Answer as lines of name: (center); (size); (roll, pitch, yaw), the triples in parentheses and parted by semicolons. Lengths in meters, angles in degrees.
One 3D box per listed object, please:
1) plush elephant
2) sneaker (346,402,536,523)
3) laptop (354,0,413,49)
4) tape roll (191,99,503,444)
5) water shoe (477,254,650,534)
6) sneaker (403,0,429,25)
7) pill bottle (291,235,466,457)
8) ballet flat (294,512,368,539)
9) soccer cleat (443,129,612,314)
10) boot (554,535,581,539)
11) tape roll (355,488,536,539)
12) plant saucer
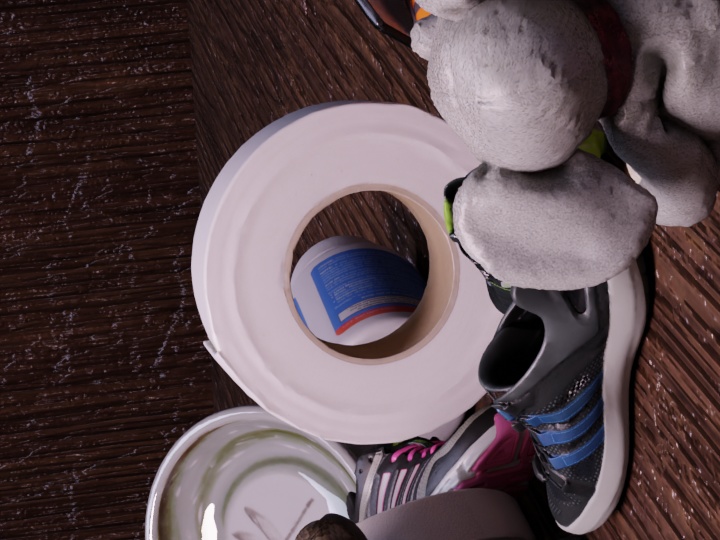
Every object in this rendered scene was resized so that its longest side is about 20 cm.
plush elephant: (0.087, -0.085, 0.838); (0.200, 0.154, 0.166); (-122, 28, -70)
sneaker: (0.042, 0.130, 1.345); (0.088, 0.073, 0.200); (62, 144, 25)
laptop: (0.028, -0.236, 1.277); (0.201, 0.116, 0.187); (55, -166, 16)
tape roll: (0.000, 0.000, 1.275); (0.071, 0.201, 0.204); (-153, 57, -78)
water shoe: (0.096, 0.056, 1.103); (0.072, 0.078, 0.201); (-107, 15, -50)
sneaker: (0.067, -0.172, 1.142); (0.112, 0.077, 0.201); (-106, 14, -51)
pill bottle: (0.006, 0.047, 1.537); (0.200, 0.111, 0.113); (-116, 22, -65)
ballet flat: (-0.016, 0.226, 1.191); (0.067, 0.046, 0.201); (21, 128, 34)
soccer cleat: (0.080, -0.026, 1.146); (0.200, 0.080, 0.068); (109, 153, -69)
boot: (0.061, 0.228, 1.260); (0.070, 0.131, 0.201); (-108, 16, -48)
tape roll: (0.015, 0.201, 1.304); (0.203, 0.201, 0.037); (100, 147, -59)
plant saucer: (-0.056, 0.190, 1.489); (0.050, 0.199, 0.202); (-13, -81, -60)
